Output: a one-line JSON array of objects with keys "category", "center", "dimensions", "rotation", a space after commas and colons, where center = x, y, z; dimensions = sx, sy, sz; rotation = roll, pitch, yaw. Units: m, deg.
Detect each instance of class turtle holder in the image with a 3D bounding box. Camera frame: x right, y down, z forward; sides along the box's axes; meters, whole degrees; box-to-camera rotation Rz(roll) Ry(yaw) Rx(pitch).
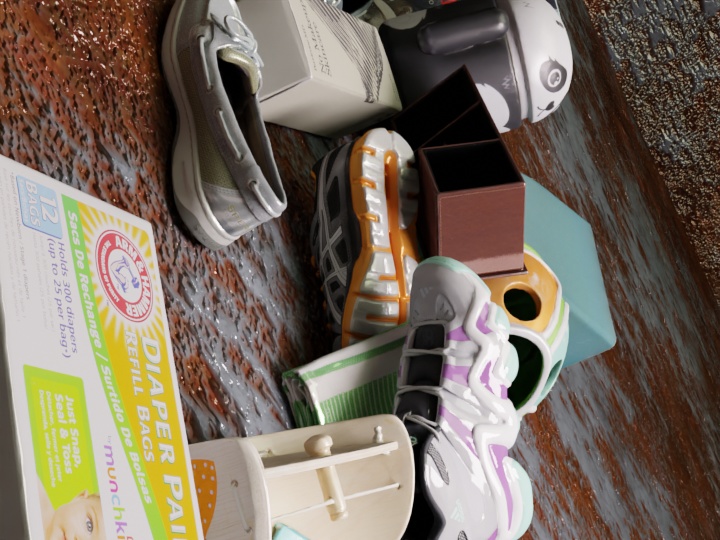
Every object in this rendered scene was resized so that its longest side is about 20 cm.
[{"category": "turtle holder", "center": [0.082, 0.065, 1.003], "dimensions": [0.141, 0.185, 0.132], "rotation": [42, 11, -23]}]

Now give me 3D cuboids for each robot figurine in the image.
[{"category": "robot figurine", "center": [0.088, -0.174, 1.146], "dimensions": [0.150, 0.199, 0.125], "rotation": [-96, 171, -70]}]

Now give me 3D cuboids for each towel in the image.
[{"category": "towel", "center": [0.034, 0.142, 0.883], "dimensions": [0.152, 0.023, 0.201], "rotation": [-20, 91, -44]}]

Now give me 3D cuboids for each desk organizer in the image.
[{"category": "desk organizer", "center": [0.071, -0.079, 0.995], "dimensions": [0.200, 0.071, 0.077], "rotation": [-105, -170, -55]}]

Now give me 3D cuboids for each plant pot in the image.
[{"category": "plant pot", "center": [0.111, -0.007, 1.154], "dimensions": [0.200, 0.141, 0.142], "rotation": [38, 36, -44]}]

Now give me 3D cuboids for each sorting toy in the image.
[{"category": "sorting toy", "center": [-0.043, 0.172, 0.646], "dimensions": [0.200, 0.106, 0.181], "rotation": [9, 70, -68]}]

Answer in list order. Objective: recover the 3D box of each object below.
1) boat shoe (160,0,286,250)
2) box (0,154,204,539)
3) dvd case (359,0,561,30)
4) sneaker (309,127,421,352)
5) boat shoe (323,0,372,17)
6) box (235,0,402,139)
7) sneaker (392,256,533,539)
[{"category": "boat shoe", "center": [-0.084, -0.108, 0.836], "dimensions": [0.074, 0.064, 0.203], "rotation": [47, 30, -48]}, {"category": "box", "center": [-0.133, 0.073, 0.480], "dimensions": [0.112, 0.101, 0.201], "rotation": [27, 47, -62]}, {"category": "dvd case", "center": [0.088, -0.255, 1.249], "dimensions": [0.022, 0.199, 0.147], "rotation": [82, 0, -62]}, {"category": "sneaker", "center": [0.000, 0.000, 0.947], "dimensions": [0.078, 0.077, 0.201], "rotation": [10, 79, -44]}, {"category": "boat shoe", "center": [-0.043, -0.233, 1.067], "dimensions": [0.073, 0.062, 0.200], "rotation": [70, 20, 1]}, {"category": "box", "center": [-0.038, -0.158, 0.999], "dimensions": [0.200, 0.068, 0.083], "rotation": [-4, 74, -70]}, {"category": "sneaker", "center": [0.039, 0.094, 0.832], "dimensions": [0.139, 0.078, 0.201], "rotation": [-10, 85, -45]}]
